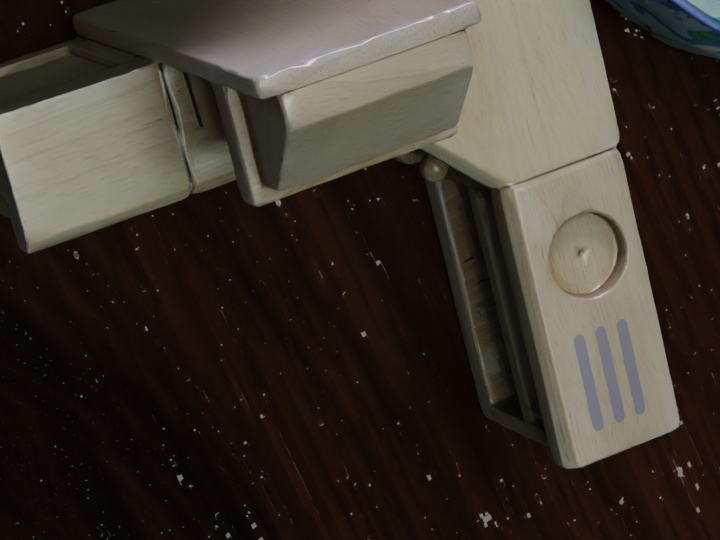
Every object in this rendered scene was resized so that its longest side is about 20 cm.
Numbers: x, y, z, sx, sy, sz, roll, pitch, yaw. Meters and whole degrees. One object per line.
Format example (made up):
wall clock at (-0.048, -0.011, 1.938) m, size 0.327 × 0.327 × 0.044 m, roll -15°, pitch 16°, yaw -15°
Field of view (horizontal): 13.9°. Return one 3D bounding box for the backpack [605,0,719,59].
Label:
backpack at (0.147, -0.170, 0.964) m, size 0.183 × 0.147 × 0.201 m, roll 32°, pitch 89°, yaw -23°

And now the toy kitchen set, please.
toy kitchen set at (0.000, 0.000, 0.918) m, size 0.199 × 0.163 × 0.181 m, roll -20°, pitch 107°, yaw -19°
